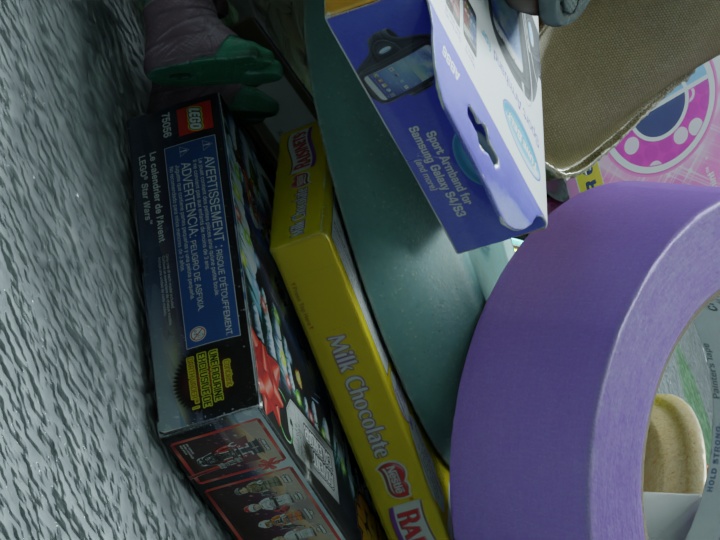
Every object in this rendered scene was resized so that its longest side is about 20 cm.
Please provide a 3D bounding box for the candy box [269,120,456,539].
[{"bbox_3d":[0.012,0.052,1.056,0.102,0.026,0.200,-93,163,-65],"label":"candy box"}]

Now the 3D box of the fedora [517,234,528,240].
[{"bbox_3d":[0.035,-0.041,1.370,0.201,0.091,0.201,-17,90,-80],"label":"fedora"}]

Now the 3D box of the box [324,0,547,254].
[{"bbox_3d":[0.027,-0.101,1.013,0.200,0.041,0.119,-86,154,-45],"label":"box"}]

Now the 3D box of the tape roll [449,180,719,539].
[{"bbox_3d":[0.120,0.067,1.070,0.200,0.066,0.200,-6,97,-49],"label":"tape roll"}]

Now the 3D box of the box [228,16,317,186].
[{"bbox_3d":[0.000,0.000,1.191,0.121,0.032,0.200,55,-5,47],"label":"box"}]

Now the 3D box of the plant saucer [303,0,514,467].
[{"bbox_3d":[0.028,-0.022,1.090,0.200,0.036,0.200,-17,90,-79],"label":"plant saucer"}]

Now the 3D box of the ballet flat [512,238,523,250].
[{"bbox_3d":[0.081,0.032,1.310,0.200,0.067,0.067,23,54,-61],"label":"ballet flat"}]

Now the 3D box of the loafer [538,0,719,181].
[{"bbox_3d":[0.115,-0.108,1.143,0.200,0.067,0.076,-50,123,-27],"label":"loafer"}]

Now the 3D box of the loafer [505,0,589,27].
[{"bbox_3d":[0.073,-0.157,1.065,0.200,0.063,0.072,-62,161,-48],"label":"loafer"}]

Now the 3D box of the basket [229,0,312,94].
[{"bbox_3d":[0.045,-0.187,1.226,0.161,0.200,0.198,16,-45,50],"label":"basket"}]

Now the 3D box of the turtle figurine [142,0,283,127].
[{"bbox_3d":[-0.060,-0.159,1.039,0.150,0.101,0.200,32,54,-73],"label":"turtle figurine"}]

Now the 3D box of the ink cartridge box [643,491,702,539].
[{"bbox_3d":[0.100,0.167,1.155,0.200,0.068,0.116,-35,113,-40],"label":"ink cartridge box"}]

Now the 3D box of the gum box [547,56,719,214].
[{"bbox_3d":[0.126,-0.087,1.431,0.066,0.113,0.200,29,-37,54],"label":"gum box"}]

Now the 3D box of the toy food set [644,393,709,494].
[{"bbox_3d":[0.123,0.156,1.379,0.200,0.049,0.198,-174,-77,-75],"label":"toy food set"}]

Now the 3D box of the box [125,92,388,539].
[{"bbox_3d":[-0.027,0.048,1.039,0.200,0.040,0.137,60,17,-52],"label":"box"}]
